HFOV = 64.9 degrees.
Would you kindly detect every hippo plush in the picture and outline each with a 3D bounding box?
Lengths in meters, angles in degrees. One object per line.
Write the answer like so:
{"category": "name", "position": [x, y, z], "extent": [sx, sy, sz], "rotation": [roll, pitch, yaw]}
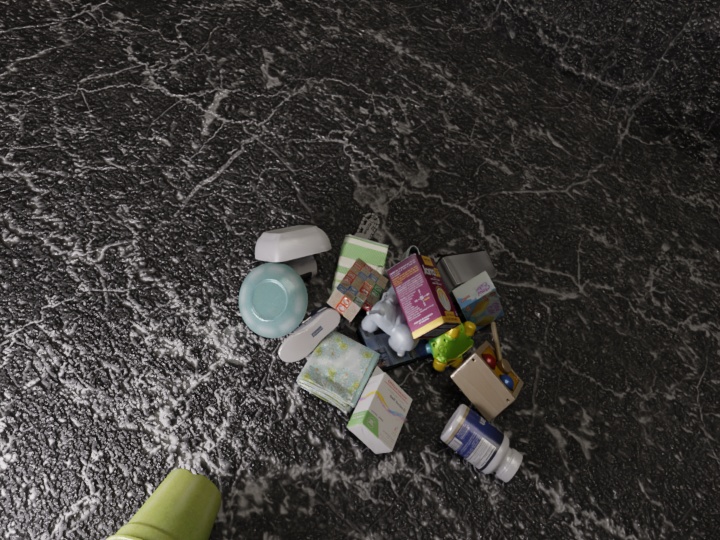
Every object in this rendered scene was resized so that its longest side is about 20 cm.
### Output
{"category": "hippo plush", "position": [0.109, 0.139, 1.574], "extent": [0.161, 0.200, 0.159], "rotation": [43, 72, 6]}

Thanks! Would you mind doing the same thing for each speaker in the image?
{"category": "speaker", "position": [-0.226, 0.008, 1.637], "extent": [0.197, 0.082, 0.082], "rotation": [-20, 62, -32]}

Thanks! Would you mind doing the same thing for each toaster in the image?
{"category": "toaster", "position": [0.297, 0.037, 1.733], "extent": [0.195, 0.183, 0.120], "rotation": [-8, 52, -25]}

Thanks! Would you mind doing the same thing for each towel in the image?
{"category": "towel", "position": [0.000, 0.000, 1.720], "extent": [0.149, 0.023, 0.205], "rotation": [15, 73, -7]}
{"category": "towel", "position": [-0.057, 0.263, 1.515], "extent": [0.168, 0.049, 0.201], "rotation": [27, 49, 8]}

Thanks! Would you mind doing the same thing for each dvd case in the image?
{"category": "dvd case", "position": [0.099, 0.210, 1.640], "extent": [0.196, 0.018, 0.145], "rotation": [-11, 59, -27]}

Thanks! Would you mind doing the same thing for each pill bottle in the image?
{"category": "pill bottle", "position": [0.316, 0.451, 1.471], "extent": [0.198, 0.112, 0.111], "rotation": [36, 50, 9]}

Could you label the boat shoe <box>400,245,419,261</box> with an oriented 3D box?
{"category": "boat shoe", "position": [0.161, 0.008, 1.782], "extent": [0.068, 0.072, 0.204], "rotation": [10, 51, -11]}

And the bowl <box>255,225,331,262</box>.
{"category": "bowl", "position": [-0.199, -0.083, 1.642], "extent": [0.196, 0.198, 0.077], "rotation": [-13, 102, -29]}

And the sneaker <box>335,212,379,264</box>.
{"category": "sneaker", "position": [-0.009, -0.084, 1.800], "extent": [0.075, 0.088, 0.201], "rotation": [38, 75, -2]}

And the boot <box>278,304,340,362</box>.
{"category": "boot", "position": [-0.145, 0.172, 1.556], "extent": [0.198, 0.090, 0.074], "rotation": [-35, 107, -13]}

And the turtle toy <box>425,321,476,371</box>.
{"category": "turtle toy", "position": [0.263, 0.199, 1.641], "extent": [0.197, 0.149, 0.101], "rotation": [-1, 28, -44]}

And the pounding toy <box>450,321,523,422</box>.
{"category": "pounding toy", "position": [0.362, 0.273, 1.571], "extent": [0.185, 0.142, 0.199], "rotation": [49, 22, 12]}

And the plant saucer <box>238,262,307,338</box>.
{"category": "plant saucer", "position": [-0.241, 0.079, 1.524], "extent": [0.195, 0.039, 0.207], "rotation": [-1, 85, 8]}

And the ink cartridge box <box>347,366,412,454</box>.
{"category": "ink cartridge box", "position": [0.060, 0.350, 1.460], "extent": [0.117, 0.067, 0.202], "rotation": [44, 47, -16]}

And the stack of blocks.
{"category": "stack of blocks", "position": [-0.005, 0.058, 1.600], "extent": [0.114, 0.059, 0.201], "rotation": [36, 32, 0]}

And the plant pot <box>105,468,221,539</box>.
{"category": "plant pot", "position": [-0.375, 0.516, 1.138], "extent": [0.197, 0.203, 0.185], "rotation": [26, 38, 2]}

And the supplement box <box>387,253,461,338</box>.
{"category": "supplement box", "position": [0.172, 0.072, 1.526], "extent": [0.130, 0.102, 0.204], "rotation": [8, 55, -58]}

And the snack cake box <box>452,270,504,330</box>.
{"category": "snack cake box", "position": [0.352, 0.096, 1.680], "extent": [0.113, 0.200, 0.068], "rotation": [-29, 57, 7]}
